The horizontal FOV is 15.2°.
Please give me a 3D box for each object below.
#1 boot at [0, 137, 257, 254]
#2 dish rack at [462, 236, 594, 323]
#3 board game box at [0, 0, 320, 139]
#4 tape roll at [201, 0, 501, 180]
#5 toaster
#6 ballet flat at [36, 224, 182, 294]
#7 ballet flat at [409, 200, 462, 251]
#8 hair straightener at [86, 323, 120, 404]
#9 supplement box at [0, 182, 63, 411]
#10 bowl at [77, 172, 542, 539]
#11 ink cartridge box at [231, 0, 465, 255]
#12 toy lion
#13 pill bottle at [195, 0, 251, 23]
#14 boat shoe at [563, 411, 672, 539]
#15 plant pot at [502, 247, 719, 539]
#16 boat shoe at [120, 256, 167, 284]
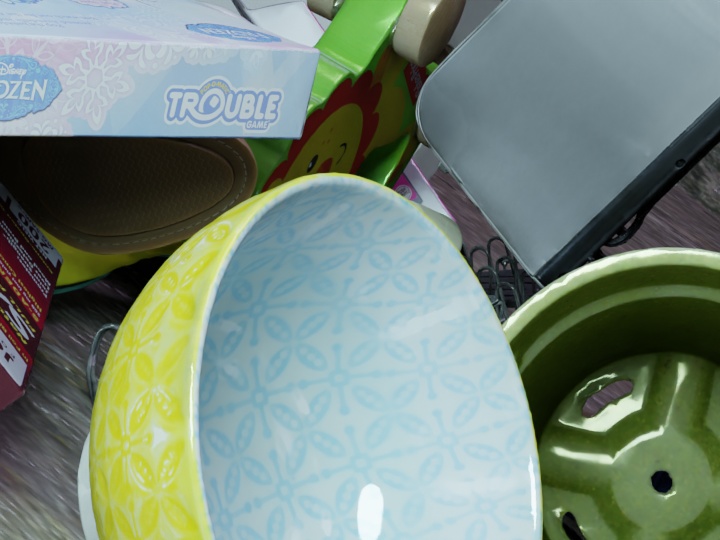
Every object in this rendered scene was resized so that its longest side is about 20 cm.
[{"bbox_3d":[-0.138,-0.079,1.211,0.199,0.074,0.155,2,33,5],"label":"boot"},{"bbox_3d":[0.051,0.015,1.356,0.153,0.055,0.200,2,18,38],"label":"dish rack"},{"bbox_3d":[-0.154,-0.101,1.085,0.198,0.044,0.199,25,18,40],"label":"board game box"},{"bbox_3d":[-0.022,-0.133,1.740,0.139,0.203,0.202,35,11,20],"label":"tape roll"},{"bbox_3d":[0.132,-0.101,1.259,0.119,0.200,0.181,46,18,2],"label":"toaster"},{"bbox_3d":[-0.113,-0.035,1.269,0.067,0.067,0.200,42,28,27],"label":"ballet flat"},{"bbox_3d":[0.000,0.000,1.224,0.069,0.070,0.200,31,28,-3],"label":"ballet flat"},{"bbox_3d":[-0.041,0.081,1.137,0.200,0.041,0.077,36,11,19],"label":"hair straightener"},{"bbox_3d":[-0.172,-0.005,1.013,0.109,0.061,0.200,52,7,-13],"label":"supplement box"},{"bbox_3d":[-0.033,0.074,0.944,0.107,0.201,0.200,-14,-21,35],"label":"bowl"},{"bbox_3d":[-0.010,-0.086,1.514,0.200,0.037,0.095,54,-1,13],"label":"ink cartridge box"},{"bbox_3d":[-0.020,-0.054,1.288,0.068,0.192,0.200,29,-10,14],"label":"toy lion"},{"bbox_3d":[-0.091,-0.080,1.494,0.111,0.112,0.200,32,-3,2],"label":"pill bottle"},{"bbox_3d":[0.135,0.112,1.421,0.199,0.072,0.072,33,9,3],"label":"boat shoe"},{"bbox_3d":[0.141,0.097,1.253,0.200,0.201,0.184,33,-1,6],"label":"plant pot"},{"bbox_3d":[-0.144,-0.043,1.358,0.201,0.072,0.066,43,37,-12],"label":"boat shoe"}]
